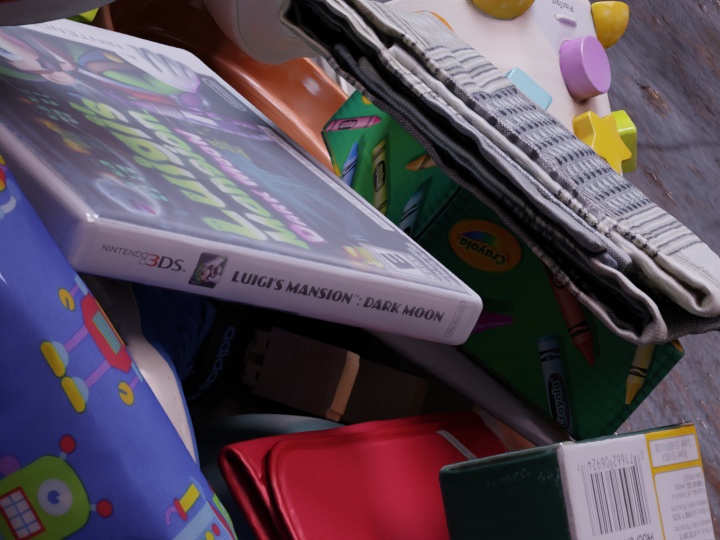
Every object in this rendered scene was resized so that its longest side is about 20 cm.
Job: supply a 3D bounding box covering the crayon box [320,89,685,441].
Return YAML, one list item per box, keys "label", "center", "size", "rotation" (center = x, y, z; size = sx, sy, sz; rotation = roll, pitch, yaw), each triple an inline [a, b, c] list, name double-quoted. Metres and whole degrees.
- label: "crayon box"
  center: [0.055, -0.015, 1.253]
  size: [0.119, 0.058, 0.200]
  rotation: [39, 11, -18]

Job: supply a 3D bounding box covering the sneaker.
- label: "sneaker"
  center: [-0.071, 0.029, 1.037]
  size: [0.111, 0.077, 0.200]
  rotation: [13, 29, -39]

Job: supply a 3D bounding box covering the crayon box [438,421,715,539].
- label: "crayon box"
  center: [0.091, 0.159, 1.049]
  size: [0.126, 0.051, 0.201]
  rotation: [-1, 80, -63]

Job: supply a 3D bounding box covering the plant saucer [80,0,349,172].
- label: "plant saucer"
  center: [-0.044, -0.052, 1.311]
  size: [0.200, 0.032, 0.201]
  rotation: [37, 22, -18]

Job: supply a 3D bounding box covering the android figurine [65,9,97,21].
- label: "android figurine"
  center: [-0.153, -0.164, 1.093]
  size: [0.182, 0.201, 0.041]
  rotation: [30, -4, -36]

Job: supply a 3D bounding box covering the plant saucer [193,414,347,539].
- label: "plant saucer"
  center: [0.014, 0.120, 1.086]
  size: [0.200, 0.036, 0.200]
  rotation: [38, 22, -18]

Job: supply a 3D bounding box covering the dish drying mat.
- label: "dish drying mat"
  center: [0.016, 0.087, 1.064]
  size: [0.077, 0.018, 0.200]
  rotation: [62, 22, 12]

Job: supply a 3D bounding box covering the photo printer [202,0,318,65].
- label: "photo printer"
  center: [-0.052, -0.202, 1.304]
  size: [0.069, 0.201, 0.167]
  rotation: [-14, 50, -12]

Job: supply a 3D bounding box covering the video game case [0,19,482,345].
- label: "video game case"
  center: [-0.078, -0.043, 1.033]
  size: [0.181, 0.023, 0.200]
  rotation: [12, 22, -44]

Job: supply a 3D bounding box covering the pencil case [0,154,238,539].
- label: "pencil case"
  center: [-0.109, 0.041, 0.889]
  size: [0.201, 0.087, 0.078]
  rotation: [57, 1, -11]

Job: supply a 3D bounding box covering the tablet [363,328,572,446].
- label: "tablet"
  center: [0.000, 0.000, 1.188]
  size: [0.200, 0.014, 0.130]
  rotation: [34, 12, -35]

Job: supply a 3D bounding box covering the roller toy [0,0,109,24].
- label: "roller toy"
  center: [-0.122, -0.184, 0.952]
  size: [0.199, 0.183, 0.140]
  rotation: [7, 53, 5]

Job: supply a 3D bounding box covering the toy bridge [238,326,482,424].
- label: "toy bridge"
  center: [-0.008, 0.043, 1.161]
  size: [0.067, 0.027, 0.200]
  rotation: [17, -1, 18]

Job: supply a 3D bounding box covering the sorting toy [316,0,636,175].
- label: "sorting toy"
  center: [0.093, -0.044, 1.500]
  size: [0.200, 0.107, 0.181]
  rotation: [8, 60, -58]

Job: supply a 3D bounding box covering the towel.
- label: "towel"
  center: [0.068, -0.044, 1.161]
  size: [0.193, 0.035, 0.200]
  rotation: [44, 12, 10]
